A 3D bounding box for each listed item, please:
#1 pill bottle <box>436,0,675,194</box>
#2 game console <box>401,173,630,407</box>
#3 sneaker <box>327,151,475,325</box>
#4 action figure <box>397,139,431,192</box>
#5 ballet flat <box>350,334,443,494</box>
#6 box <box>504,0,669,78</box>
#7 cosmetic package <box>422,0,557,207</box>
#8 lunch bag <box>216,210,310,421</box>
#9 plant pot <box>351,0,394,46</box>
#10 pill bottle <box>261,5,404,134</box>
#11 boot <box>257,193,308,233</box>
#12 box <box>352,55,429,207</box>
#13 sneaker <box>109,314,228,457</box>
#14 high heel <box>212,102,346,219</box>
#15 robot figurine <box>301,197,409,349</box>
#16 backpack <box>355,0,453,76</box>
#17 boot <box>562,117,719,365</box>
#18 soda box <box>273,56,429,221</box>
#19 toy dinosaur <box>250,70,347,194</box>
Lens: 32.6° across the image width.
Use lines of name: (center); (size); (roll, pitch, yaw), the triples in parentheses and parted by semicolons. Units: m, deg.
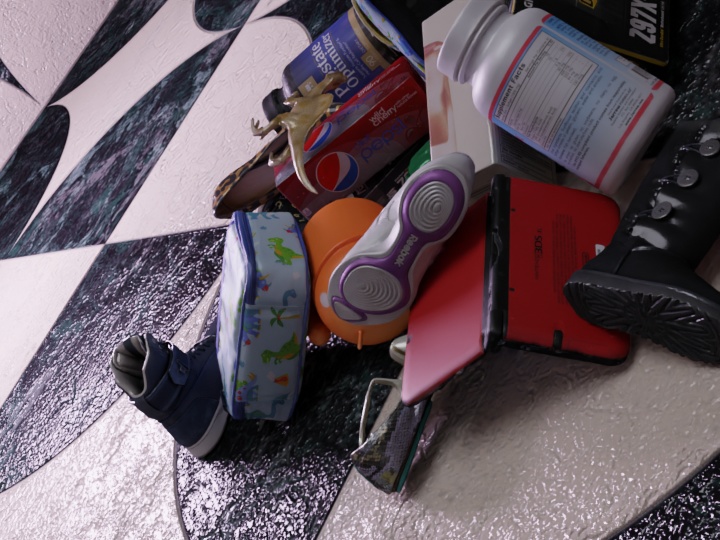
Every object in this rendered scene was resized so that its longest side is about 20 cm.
pill bottle: (0.172, -0.164, 1.105); (0.109, 0.199, 0.109); (-53, -12, -16)
game console: (0.134, 0.025, 1.073); (0.201, 0.170, 0.120); (-82, 3, -46)
sneaker: (0.045, -0.027, 1.131); (0.200, 0.075, 0.100); (-49, 3, 30)
action figure: (0.116, -0.142, 1.337); (0.200, 0.055, 0.118); (-41, 30, 9)
ballet flat: (0.047, 0.099, 1.108); (0.072, 0.072, 0.202); (-2, 54, 55)
box: (0.227, -0.275, 1.227); (0.050, 0.158, 0.201); (112, 174, -48)
cosmetic package: (0.127, -0.164, 1.226); (0.087, 0.103, 0.203); (-25, 57, 42)
lunch bag: (-0.106, 0.047, 1.306); (0.161, 0.081, 0.202); (-108, 23, -57)
plant pot: (0.084, -0.364, 1.552); (0.200, 0.200, 0.142); (-47, 0, 4)
pill bottle: (-0.034, -0.257, 1.642); (0.199, 0.112, 0.112); (-38, 29, 22)
boot: (-0.061, -0.050, 1.479); (0.153, 0.074, 0.205); (-12, 40, 40)
box: (0.042, -0.162, 1.479); (0.161, 0.049, 0.200); (-46, 29, 10)
sneaker: (-0.208, 0.095, 1.428); (0.077, 0.146, 0.204); (-32, 31, 32)
high heel: (-0.091, -0.125, 1.465); (0.199, 0.072, 0.143); (-26, 19, 42)
robot figurine: (0.001, -0.002, 1.266); (0.142, 0.118, 0.201); (-16, 30, -4)
backpack: (0.103, -0.315, 1.407); (0.182, 0.201, 0.147); (-39, -8, 1)
boot: (0.275, -0.031, 0.960); (0.164, 0.066, 0.200); (21, 58, 41)
soda box: (-0.004, -0.147, 1.391); (0.199, 0.070, 0.064); (-38, 28, 13)
toy dinosaur: (-0.071, -0.158, 1.360); (0.100, 0.058, 0.201); (-22, 37, 35)
